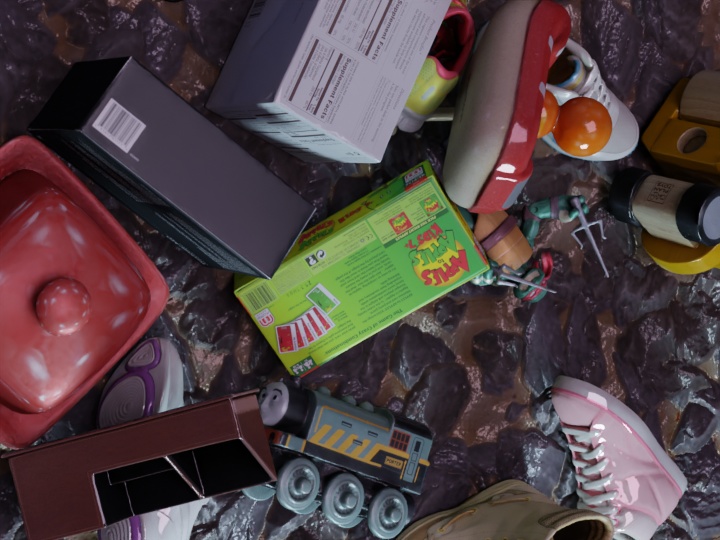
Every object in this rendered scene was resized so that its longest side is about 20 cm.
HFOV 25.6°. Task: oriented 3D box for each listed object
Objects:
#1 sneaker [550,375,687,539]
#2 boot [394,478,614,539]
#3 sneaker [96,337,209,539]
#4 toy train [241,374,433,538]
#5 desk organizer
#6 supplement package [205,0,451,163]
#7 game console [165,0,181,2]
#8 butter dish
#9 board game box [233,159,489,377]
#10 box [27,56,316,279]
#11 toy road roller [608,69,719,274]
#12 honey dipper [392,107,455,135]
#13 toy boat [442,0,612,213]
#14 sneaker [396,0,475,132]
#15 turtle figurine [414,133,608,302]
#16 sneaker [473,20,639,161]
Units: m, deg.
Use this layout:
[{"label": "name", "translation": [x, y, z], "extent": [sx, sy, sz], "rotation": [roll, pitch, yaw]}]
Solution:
[{"label": "sneaker", "translation": [0.241, 0.197, 1.566], "extent": [0.200, 0.075, 0.105], "rotation": [46, 68, -28]}, {"label": "boot", "translation": [0.121, 0.268, 1.463], "extent": [0.200, 0.155, 0.073], "rotation": [-25, 106, -24]}, {"label": "sneaker", "translation": [-0.174, 0.157, 1.357], "extent": [0.100, 0.075, 0.200], "rotation": [6, 89, -51]}, {"label": "toy train", "translation": [-0.023, 0.167, 1.416], "extent": [0.200, 0.085, 0.114], "rotation": [24, 77, -36]}, {"label": "desk organizer", "translation": [-0.174, 0.157, 1.267], "extent": [0.200, 0.072, 0.077], "rotation": [-16, 86, 12]}, {"label": "supplement package", "translation": [-0.020, -0.203, 1.345], "extent": [0.111, 0.156, 0.200], "rotation": [28, 81, -25]}, {"label": "game console", "translation": [-0.184, -0.330, 1.268], "extent": [0.200, 0.119, 0.173], "rotation": [20, 85, -28]}, {"label": "butter dish", "translation": [-0.252, 0.023, 1.247], "extent": [0.199, 0.148, 0.200], "rotation": [-47, 113, -17]}, {"label": "board game box", "translation": [0.000, 0.000, 1.385], "extent": [0.200, 0.048, 0.102], "rotation": [-30, 111, 8]}, {"label": "box", "translation": [-0.155, -0.083, 1.293], "extent": [0.200, 0.141, 0.079], "rotation": [39, 74, -25]}, {"label": "toy road roller", "translation": [0.355, -0.086, 1.583], "extent": [0.146, 0.123, 0.200], "rotation": [43, 75, -40]}, {"label": "honey dipper", "translation": [0.084, -0.143, 1.437], "extent": [0.200, 0.038, 0.038], "rotation": [-2, 96, -7]}, {"label": "toy boat", "translation": [0.152, -0.136, 1.356], "extent": [0.130, 0.131, 0.200], "rotation": [17, 57, -6]}, {"label": "sneaker", "translation": [0.072, -0.216, 1.403], "extent": [0.078, 0.090, 0.200], "rotation": [26, 53, -23]}, {"label": "turtle figurine", "translation": [0.129, -0.033, 1.473], "extent": [0.200, 0.101, 0.150], "rotation": [48, 54, -6]}, {"label": "sneaker", "translation": [0.198, -0.167, 1.509], "extent": [0.200, 0.081, 0.077], "rotation": [33, 77, -28]}]
